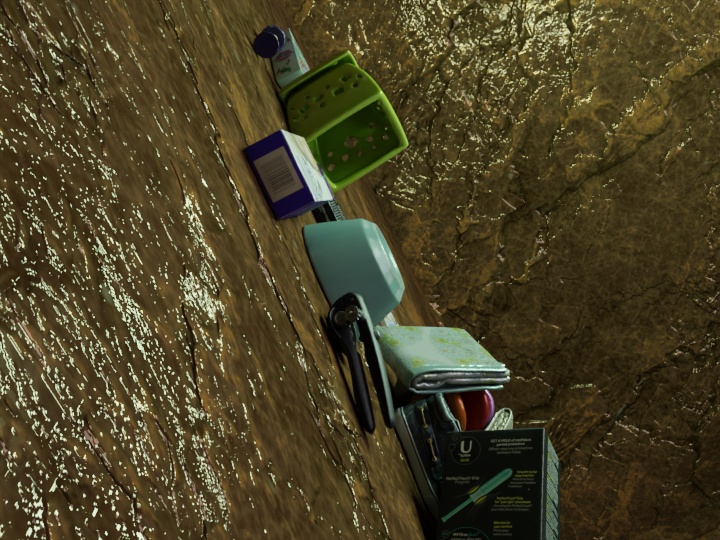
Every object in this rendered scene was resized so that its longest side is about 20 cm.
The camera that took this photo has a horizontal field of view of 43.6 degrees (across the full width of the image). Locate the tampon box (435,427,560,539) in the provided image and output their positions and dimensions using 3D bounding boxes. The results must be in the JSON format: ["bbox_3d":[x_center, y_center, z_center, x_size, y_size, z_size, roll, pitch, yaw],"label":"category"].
[{"bbox_3d":[0.200,0.344,1.277,0.127,0.149,0.201,59,33,-46],"label":"tampon box"}]

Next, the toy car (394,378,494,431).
[{"bbox_3d":[0.156,0.245,1.547,0.176,0.149,0.200,67,7,19],"label":"toy car"}]

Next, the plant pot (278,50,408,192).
[{"bbox_3d":[-0.044,-0.314,1.831,0.182,0.199,0.199,62,5,32],"label":"plant pot"}]

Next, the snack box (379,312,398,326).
[{"bbox_3d":[0.050,0.101,1.771,0.200,0.024,0.072,33,34,-78],"label":"snack box"}]

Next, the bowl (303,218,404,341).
[{"bbox_3d":[0.000,0.000,1.405,0.201,0.104,0.202,-24,90,-83],"label":"bowl"}]

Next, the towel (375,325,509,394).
[{"bbox_3d":[0.130,0.148,1.510,0.171,0.199,0.049,43,-55,58],"label":"towel"}]

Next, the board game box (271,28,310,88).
[{"bbox_3d":[-0.141,-0.424,2.001,0.201,0.064,0.148,-106,169,-48],"label":"board game box"}]

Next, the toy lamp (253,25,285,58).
[{"bbox_3d":[-0.187,-0.475,1.860,0.059,0.058,0.200,63,9,-15],"label":"toy lamp"}]

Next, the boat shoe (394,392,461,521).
[{"bbox_3d":[0.125,0.293,1.387,0.071,0.090,0.201,36,30,-76],"label":"boat shoe"}]

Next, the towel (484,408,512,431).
[{"bbox_3d":[0.208,0.343,1.526,0.200,0.034,0.133,-47,145,-42],"label":"towel"}]

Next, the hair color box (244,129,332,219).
[{"bbox_3d":[-0.099,-0.137,1.299,0.110,0.064,0.200,64,5,-3],"label":"hair color box"}]

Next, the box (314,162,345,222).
[{"bbox_3d":[-0.055,-0.100,1.632,0.143,0.036,0.201,-58,125,-83],"label":"box"}]

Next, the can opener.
[{"bbox_3d":[0.006,0.119,1.193,0.079,0.063,0.201,55,12,-59],"label":"can opener"}]
